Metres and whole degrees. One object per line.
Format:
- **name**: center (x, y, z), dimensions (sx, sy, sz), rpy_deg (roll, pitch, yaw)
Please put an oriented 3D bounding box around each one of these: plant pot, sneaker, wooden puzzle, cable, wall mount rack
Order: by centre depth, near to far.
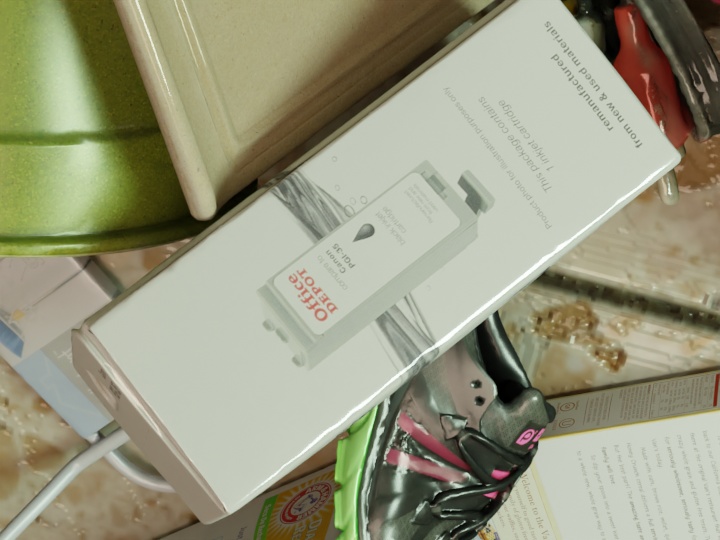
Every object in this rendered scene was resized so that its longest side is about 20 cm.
- **wooden puzzle**: center (-0.029, -0.143, 0.741), dimensions (0.037, 0.200, 0.186), rpy_deg (5, 125, 39)
- **plant pot**: center (-0.127, -0.130, 0.782), dimensions (0.199, 0.200, 0.194), rpy_deg (9, 110, 7)
- **cable**: center (0.082, -0.114, 0.791), dimensions (0.050, 0.097, 0.201), rpy_deg (-31, 118, -11)
- **sneaker**: center (0.036, 0.074, 0.886), dimensions (0.083, 0.077, 0.201), rpy_deg (4, 99, 14)
- **wall mount rack**: center (-0.159, 0.053, 0.949), dimensions (0.173, 0.075, 0.200), rpy_deg (-33, 108, 27)

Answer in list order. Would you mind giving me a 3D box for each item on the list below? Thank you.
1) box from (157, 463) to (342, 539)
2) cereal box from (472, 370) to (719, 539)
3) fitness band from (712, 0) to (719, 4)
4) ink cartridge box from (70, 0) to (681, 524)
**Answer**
- **box**: center (-0.059, 0.184, 0.989), dimensions (0.199, 0.101, 0.113), rpy_deg (-26, 112, 24)
- **cereal box**: center (0.137, 0.116, 0.943), dimensions (0.199, 0.040, 0.144), rpy_deg (-10, 115, 17)
- **fitness band**: center (0.192, -0.158, 0.771), dimensions (0.199, 0.037, 0.144), rpy_deg (-3, 120, 16)
- **ink cartridge box**: center (0.000, 0.000, 0.783), dimensions (0.200, 0.147, 0.083), rpy_deg (-38, 88, -10)
